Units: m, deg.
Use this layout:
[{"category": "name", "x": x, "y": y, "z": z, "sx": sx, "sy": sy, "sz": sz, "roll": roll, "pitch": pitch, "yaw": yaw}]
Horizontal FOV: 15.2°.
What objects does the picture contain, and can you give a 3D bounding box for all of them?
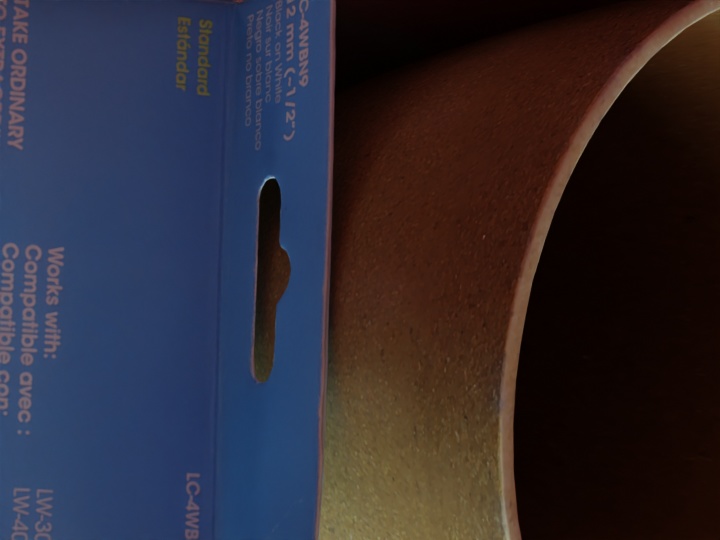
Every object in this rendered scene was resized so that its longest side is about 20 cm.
[{"category": "plant pot", "x": 0.029, "y": 0.024, "z": 0.671, "sx": 0.186, "sy": 0.188, "sz": 0.199, "roll": 15, "pitch": 172, "yaw": -43}, {"category": "label tape box", "x": -0.092, "y": 0.010, "z": 0.644, "sx": 0.066, "sy": 0.144, "sz": 0.199, "roll": 12, "pitch": 162, "yaw": -38}]
